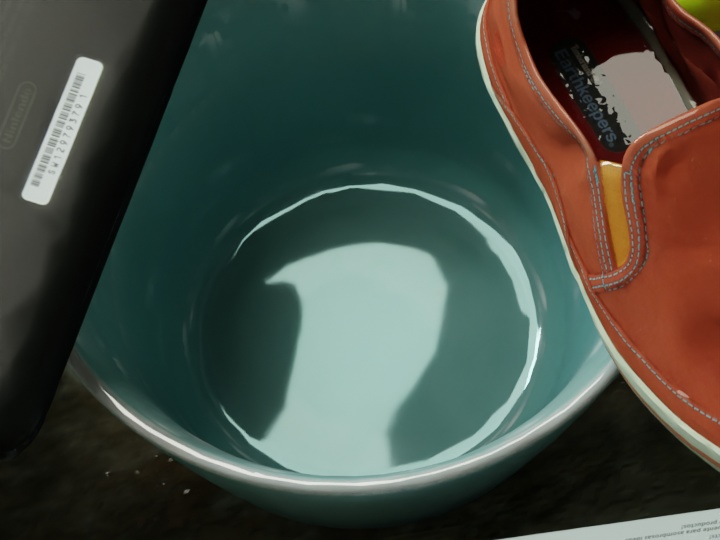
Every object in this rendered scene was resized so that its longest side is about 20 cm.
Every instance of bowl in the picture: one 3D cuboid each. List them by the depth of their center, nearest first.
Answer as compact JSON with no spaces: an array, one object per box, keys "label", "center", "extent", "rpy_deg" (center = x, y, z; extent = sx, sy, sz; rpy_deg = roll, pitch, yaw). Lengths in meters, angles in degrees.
[{"label":"bowl","center":[0.000,0.000,0.907],"extent":[0.199,0.105,0.202],"rpy_deg":[-2,60,3]}]

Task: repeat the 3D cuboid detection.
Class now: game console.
[{"label":"game console","center":[-0.149,-0.033,0.889],"extent":[0.175,0.117,0.201],"rpy_deg":[17,64,4]}]

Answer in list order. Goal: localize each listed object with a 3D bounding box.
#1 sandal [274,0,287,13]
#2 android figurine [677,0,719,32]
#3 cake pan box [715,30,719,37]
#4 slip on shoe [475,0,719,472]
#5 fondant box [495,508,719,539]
[{"label":"sandal","center":[0.007,-0.076,1.018],"extent":[0.045,0.200,0.076],"rpy_deg":[21,77,17]},{"label":"android figurine","center":[0.122,-0.142,1.062],"extent":[0.199,0.041,0.182],"rpy_deg":[-8,33,23]},{"label":"cake pan box","center":[0.134,-0.114,1.100],"extent":[0.199,0.053,0.185],"rpy_deg":[-12,30,15]},{"label":"slip on shoe","center":[0.093,-0.018,0.819],"extent":[0.074,0.061,0.201],"rpy_deg":[-24,64,-12]},{"label":"fondant box","center":[0.053,0.148,0.730],"extent":[0.143,0.059,0.200],"rpy_deg":[-10,32,18]}]
